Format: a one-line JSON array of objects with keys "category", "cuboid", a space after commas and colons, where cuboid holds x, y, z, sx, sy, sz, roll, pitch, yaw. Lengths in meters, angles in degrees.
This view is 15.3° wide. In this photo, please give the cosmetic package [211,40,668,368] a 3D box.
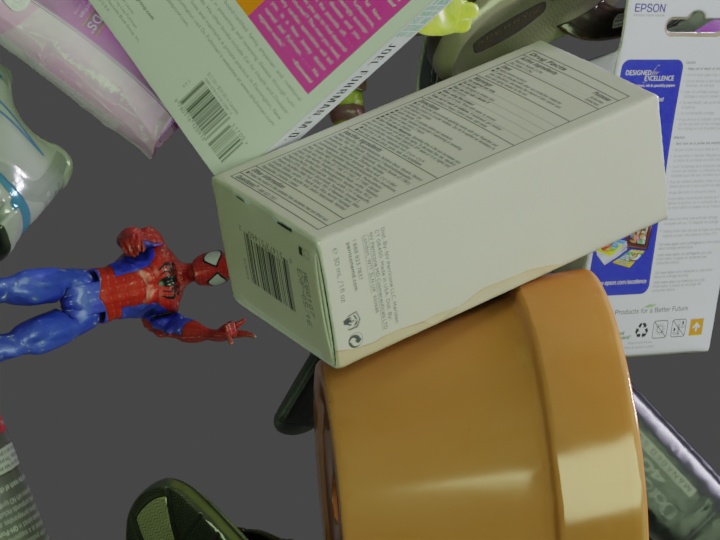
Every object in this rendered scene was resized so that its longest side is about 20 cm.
[{"category": "cosmetic package", "cuboid": [0.040, -0.036, 1.298, 0.200, 0.103, 0.073, -22, 121, -24]}]

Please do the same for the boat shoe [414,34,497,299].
[{"category": "boat shoe", "cuboid": [0.065, -0.061, 1.422, 0.073, 0.062, 0.201, 4, 87, -5]}]

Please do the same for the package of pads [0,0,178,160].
[{"category": "package of pads", "cuboid": [-0.149, -0.163, 1.389, 0.200, 0.076, 0.121, 37, 87, -6]}]

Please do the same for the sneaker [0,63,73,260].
[{"category": "sneaker", "cuboid": [-0.231, -0.095, 1.388, 0.200, 0.075, 0.087, 46, 51, 2]}]

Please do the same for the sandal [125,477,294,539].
[{"category": "sandal", "cuboid": [-0.043, 0.178, 1.407, 0.201, 0.080, 0.057, 41, 40, -17]}]

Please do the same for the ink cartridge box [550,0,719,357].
[{"category": "ink cartridge box", "cuboid": [0.154, -0.052, 1.401, 0.094, 0.037, 0.201, -3, 111, -32]}]

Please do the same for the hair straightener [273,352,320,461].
[{"category": "hair straightener", "cuboid": [0.000, 0.000, 1.402, 0.077, 0.041, 0.201, 32, 109, 36]}]

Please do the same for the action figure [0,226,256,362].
[{"category": "action figure", "cuboid": [-0.137, 0.017, 1.353, 0.200, 0.099, 0.065, -15, 98, -35]}]

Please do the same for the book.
[{"category": "book", "cuboid": [-0.029, -0.153, 1.287, 0.200, 0.048, 0.134, -40, 79, 22]}]

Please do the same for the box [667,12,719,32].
[{"category": "box", "cuboid": [0.254, -0.071, 1.464, 0.143, 0.036, 0.200, -31, 92, -6]}]

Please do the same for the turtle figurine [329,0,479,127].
[{"category": "turtle figurine", "cuboid": [0.004, -0.154, 1.371, 0.064, 0.161, 0.201, 12, 78, -20]}]

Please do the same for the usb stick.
[{"category": "usb stick", "cuboid": [0.152, 0.105, 1.447, 0.055, 0.033, 0.200, -44, 95, 0]}]

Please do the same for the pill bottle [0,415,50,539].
[{"category": "pill bottle", "cuboid": [-0.204, 0.168, 1.356, 0.110, 0.111, 0.201, -22, 92, -8]}]

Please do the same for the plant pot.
[{"category": "plant pot", "cuboid": [0.053, 0.104, 1.303, 0.140, 0.200, 0.201, -5, 90, -6]}]

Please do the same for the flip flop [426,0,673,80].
[{"category": "flip flop", "cuboid": [0.128, -0.147, 1.378, 0.200, 0.081, 0.058, -30, 60, -8]}]
